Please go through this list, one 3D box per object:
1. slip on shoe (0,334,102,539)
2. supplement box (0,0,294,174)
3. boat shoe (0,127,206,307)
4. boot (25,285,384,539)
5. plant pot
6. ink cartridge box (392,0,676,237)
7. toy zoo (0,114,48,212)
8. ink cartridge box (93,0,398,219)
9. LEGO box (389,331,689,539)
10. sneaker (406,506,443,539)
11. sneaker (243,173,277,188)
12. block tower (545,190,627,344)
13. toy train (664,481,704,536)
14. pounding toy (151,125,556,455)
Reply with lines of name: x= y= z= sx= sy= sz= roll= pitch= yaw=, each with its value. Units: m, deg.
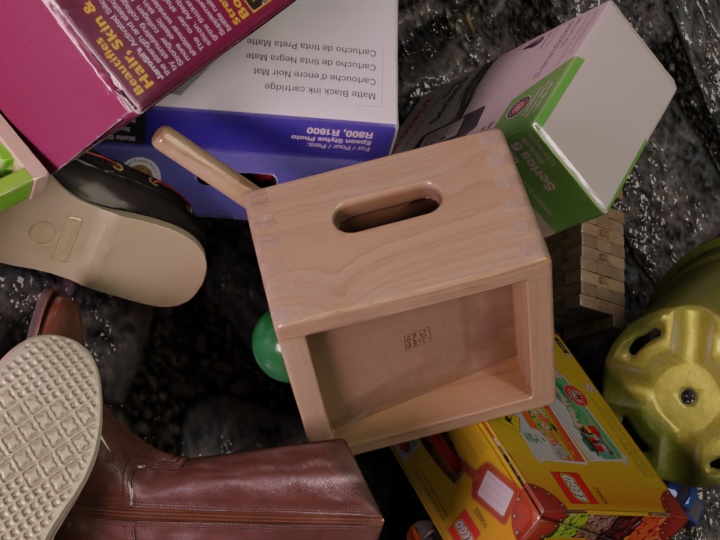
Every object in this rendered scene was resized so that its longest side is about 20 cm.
slip on shoe: x=-0.188 y=0.129 z=0.799 sx=0.074 sy=0.061 sz=0.200 roll=18 pitch=75 yaw=-20
supplement box: x=-0.123 y=-0.166 z=0.850 sx=0.131 sy=0.103 sz=0.200 roll=54 pitch=50 yaw=-9
boat shoe: x=-0.184 y=-0.042 z=0.896 sx=0.201 sy=0.074 sz=0.063 roll=23 pitch=25 yaw=-24
boot: x=-0.087 y=0.099 z=0.858 sx=0.200 sy=0.064 sz=0.187 roll=-2 pitch=87 yaw=3
plant pot: x=0.275 y=0.078 z=1.148 sx=0.184 sy=0.200 sz=0.201 roll=-13 pitch=86 yaw=-59
ink cartridge box: x=0.101 y=-0.084 z=1.070 sx=0.084 sy=0.200 sz=0.146 roll=48 pitch=50 yaw=-17
toy zoo: x=-0.280 y=-0.052 z=0.782 sx=0.200 sy=0.020 sz=0.131 roll=-32 pitch=73 yaw=-35
ink cartridge box: x=-0.075 y=-0.132 z=0.969 sx=0.199 sy=0.041 sz=0.200 roll=3 pitch=72 yaw=-8
LEGO box: x=0.102 y=0.115 z=1.026 sx=0.149 sy=0.077 sz=0.200 roll=9 pitch=36 yaw=-40
sneaker: x=0.053 y=0.210 z=0.991 sx=0.079 sy=0.074 sz=0.200 roll=48 pitch=14 yaw=-5
sneaker: x=-0.018 y=-0.135 z=1.059 sx=0.096 sy=0.079 sz=0.200 roll=40 pitch=65 yaw=-53
block tower: x=0.174 y=-0.047 z=1.225 sx=0.058 sy=0.054 sz=0.200 roll=15 pitch=67 yaw=-38
toy train: x=0.211 y=0.144 z=1.204 sx=0.200 sy=0.046 sz=0.034 roll=45 pitch=52 yaw=-23
pounding toy: x=0.000 y=0.000 z=0.914 sx=0.184 sy=0.200 sz=0.142 roll=79 pitch=-3 yaw=-53
